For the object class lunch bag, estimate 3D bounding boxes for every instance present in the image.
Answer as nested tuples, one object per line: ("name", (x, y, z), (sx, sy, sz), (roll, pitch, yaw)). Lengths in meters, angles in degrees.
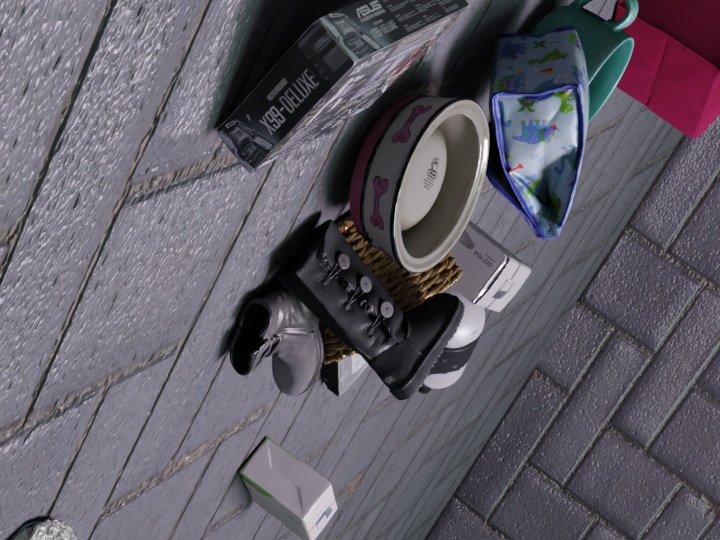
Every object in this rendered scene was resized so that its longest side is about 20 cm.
("lunch bag", (0.214, -0.163, 1.698), (0.171, 0.126, 0.201), (-77, 159, -54))

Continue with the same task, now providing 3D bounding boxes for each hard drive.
("hard drive", (0.001, 0.086, 1.976), (0.140, 0.038, 0.200), (-48, 165, -19))

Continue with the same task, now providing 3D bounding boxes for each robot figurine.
("robot figurine", (0.116, 0.100, 2.201), (0.201, 0.124, 0.151), (111, -13, -47))

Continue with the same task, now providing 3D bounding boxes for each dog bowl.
("dog bowl", (0.062, -0.103, 1.577), (0.200, 0.073, 0.201), (-40, 141, -42))

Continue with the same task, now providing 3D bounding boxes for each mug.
("mug", (0.271, -0.275, 1.838), (0.185, 0.114, 0.152), (-52, 164, -7))

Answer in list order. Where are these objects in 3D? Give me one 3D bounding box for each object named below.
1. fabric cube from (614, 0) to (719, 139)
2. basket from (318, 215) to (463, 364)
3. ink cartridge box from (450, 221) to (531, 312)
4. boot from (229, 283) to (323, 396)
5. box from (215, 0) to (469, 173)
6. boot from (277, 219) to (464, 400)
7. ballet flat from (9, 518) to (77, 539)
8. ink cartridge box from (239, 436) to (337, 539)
("fabric cube", (0.515, -0.368, 2.213), (0.196, 0.200, 0.200), (-47, 163, -18))
("basket", (0.000, 0.000, 1.730), (0.142, 0.150, 0.200), (-21, -167, 45))
("ink cartridge box", (0.145, -0.020, 1.964), (0.085, 0.145, 0.200), (-53, 165, 4))
("boot", (-0.102, 0.085, 1.627), (0.131, 0.070, 0.201), (-35, 146, -43))
("box", (-0.013, -0.174, 1.228), (0.158, 0.050, 0.200), (-42, 176, 40))
("boot", (0.016, 0.022, 1.601), (0.066, 0.200, 0.165), (-34, -164, 42))
("ballet flat", (-0.304, 0.302, 1.471), (0.072, 0.072, 0.200), (-51, 164, -9))
("ink cartridge box", (-0.098, 0.318, 2.033), (0.067, 0.117, 0.200), (-51, 165, -16))
